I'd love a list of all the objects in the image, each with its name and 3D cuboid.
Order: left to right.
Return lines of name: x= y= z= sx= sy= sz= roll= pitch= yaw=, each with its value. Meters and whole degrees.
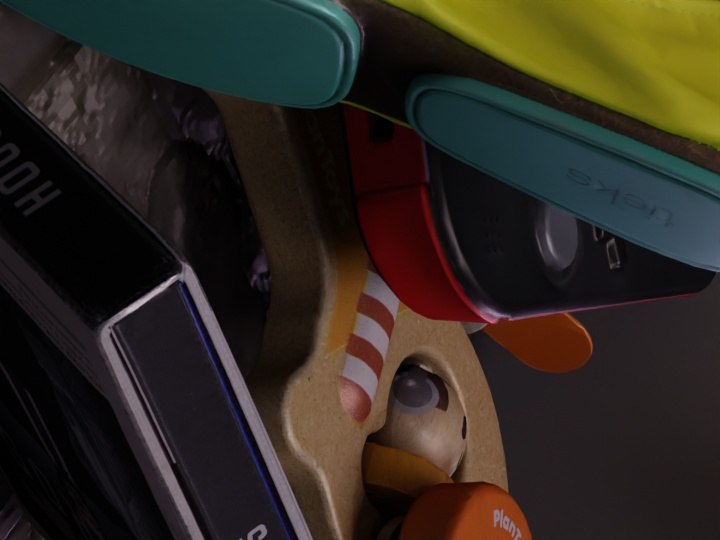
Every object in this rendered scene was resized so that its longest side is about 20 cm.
dvd case: x=-0.055 y=0.031 z=0.553 sx=0.025 sy=0.150 sz=0.200 roll=-35 pitch=138 yaw=-15
toy helicopter: x=0.000 y=0.000 z=0.687 sx=0.132 sy=0.079 sz=0.200 roll=-44 pitch=122 yaw=-52
ballet flat: x=0.011 y=-0.062 z=0.590 sx=0.067 sy=0.200 sz=0.067 roll=114 pitch=-4 yaw=-68
game console: x=0.044 y=-0.088 z=0.696 sx=0.177 sy=0.031 sz=0.200 roll=-5 pitch=88 yaw=-57
ink cartridge box: x=0.143 y=0.036 z=0.879 sx=0.200 sy=0.145 sz=0.145 roll=0 pitch=106 yaw=-58
